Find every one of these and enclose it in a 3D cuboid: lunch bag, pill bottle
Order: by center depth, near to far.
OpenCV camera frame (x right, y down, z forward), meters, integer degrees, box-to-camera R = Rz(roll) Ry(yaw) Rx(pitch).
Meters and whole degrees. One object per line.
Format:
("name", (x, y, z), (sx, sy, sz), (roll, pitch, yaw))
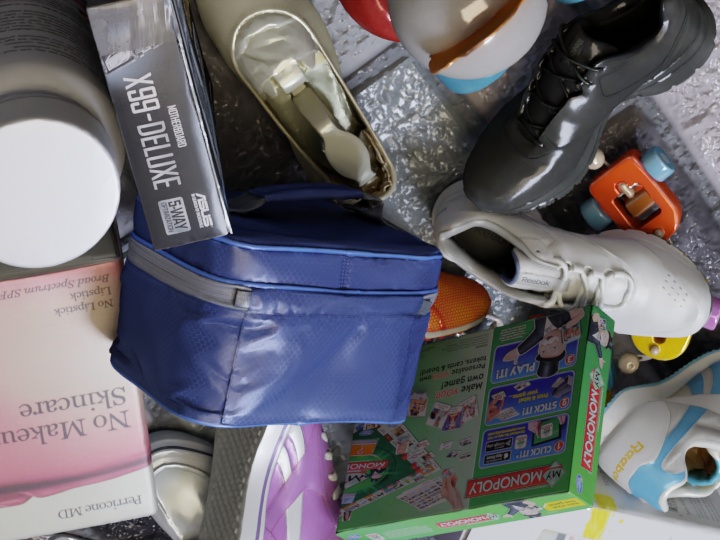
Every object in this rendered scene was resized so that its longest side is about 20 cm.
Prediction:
("pill bottle", (-0.200, -0.090, 1.338), (0.113, 0.200, 0.114), (-6, 120, -10))
("lunch bag", (-0.044, 0.013, 1.392), (0.200, 0.136, 0.133), (0, 108, -37))

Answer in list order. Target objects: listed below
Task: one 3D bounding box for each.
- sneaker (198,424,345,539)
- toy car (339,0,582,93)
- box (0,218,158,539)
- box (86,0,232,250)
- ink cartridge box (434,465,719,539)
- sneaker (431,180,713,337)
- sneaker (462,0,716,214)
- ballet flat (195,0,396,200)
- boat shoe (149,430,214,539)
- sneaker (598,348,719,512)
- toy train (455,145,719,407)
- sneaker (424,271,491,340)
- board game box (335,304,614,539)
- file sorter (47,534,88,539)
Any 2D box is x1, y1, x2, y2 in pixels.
("sneaker", (-0.041, 0.133, 1.561), (0.114, 0.073, 0.201), (13, 90, -31))
("toy car", (0.074, -0.185, 1.349), (0.177, 0.200, 0.184), (-39, 120, 10))
("box", (-0.210, 0.062, 1.475), (0.127, 0.109, 0.200), (-10, 120, -8))
("box", (-0.123, -0.130, 1.335), (0.050, 0.200, 0.158), (-13, 120, 0))
("ink cartridge box", (0.147, 0.160, 1.593), (0.199, 0.145, 0.084), (15, 115, -20))
("sneaker", (0.136, 0.004, 1.499), (0.199, 0.087, 0.075), (18, 110, 6))
("sneaker", (0.137, -0.120, 1.459), (0.200, 0.076, 0.091), (-45, 154, 5))
("ballet flat", (-0.037, -0.117, 1.440), (0.069, 0.070, 0.200), (-33, 121, 6))
("boat shoe", (-0.085, 0.191, 1.600), (0.074, 0.067, 0.200), (-41, 119, 11))
("sneaker", (0.235, 0.114, 1.584), (0.200, 0.081, 0.077), (-20, 147, -47))
("toy train", (0.167, 0.007, 1.569), (0.150, 0.056, 0.200), (45, 113, -3))
("sneaker", (0.000, 0.000, 1.513), (0.199, 0.073, 0.077), (10, 107, -21))
("board game box", (0.074, 0.105, 1.497), (0.200, 0.135, 0.029), (-15, 145, 40))
("file sorter", (-0.201, 0.308, 1.601), (0.124, 0.139, 0.200), (20, 113, -19))
